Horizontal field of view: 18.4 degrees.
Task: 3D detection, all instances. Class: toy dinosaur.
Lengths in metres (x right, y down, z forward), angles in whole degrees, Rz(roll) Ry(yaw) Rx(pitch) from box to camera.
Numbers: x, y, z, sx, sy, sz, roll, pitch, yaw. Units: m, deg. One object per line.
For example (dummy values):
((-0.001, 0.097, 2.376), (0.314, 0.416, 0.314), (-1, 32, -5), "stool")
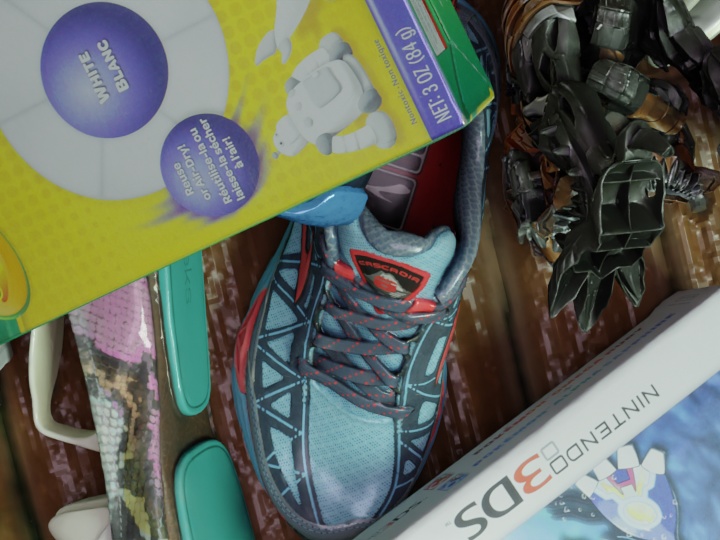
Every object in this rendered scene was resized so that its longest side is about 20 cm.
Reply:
((0.078, -0.059, 0.715), (0.102, 0.200, 0.136), (-27, 54, 1), "toy dinosaur")

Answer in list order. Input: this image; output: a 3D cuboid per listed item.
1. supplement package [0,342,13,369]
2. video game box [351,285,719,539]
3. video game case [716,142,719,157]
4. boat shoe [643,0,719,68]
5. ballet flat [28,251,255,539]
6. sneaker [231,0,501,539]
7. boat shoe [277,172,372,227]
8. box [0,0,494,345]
((-0.200, -0.043, 0.742), (0.109, 0.114, 0.202), (-16, 95, -2), "supplement package")
((0.106, 0.137, 0.779), (0.182, 0.047, 0.201), (-35, 96, -16), "video game box")
((0.249, -0.085, 0.777), (0.199, 0.023, 0.183), (23, 82, 3), "video game case")
((0.158, -0.147, 0.750), (0.200, 0.072, 0.062), (-40, 68, 24), "boat shoe")
((-0.080, 0.060, 0.786), (0.071, 0.069, 0.202), (-10, 91, 17), "ballet flat")
((0.000, 0.000, 0.763), (0.079, 0.096, 0.202), (9, 94, -2), "sneaker")
((-0.067, -0.086, 0.745), (0.199, 0.084, 0.069), (30, 102, 19), "boat shoe")
((-0.075, -0.057, 0.647), (0.199, 0.048, 0.118), (-25, 98, 21), "box")
